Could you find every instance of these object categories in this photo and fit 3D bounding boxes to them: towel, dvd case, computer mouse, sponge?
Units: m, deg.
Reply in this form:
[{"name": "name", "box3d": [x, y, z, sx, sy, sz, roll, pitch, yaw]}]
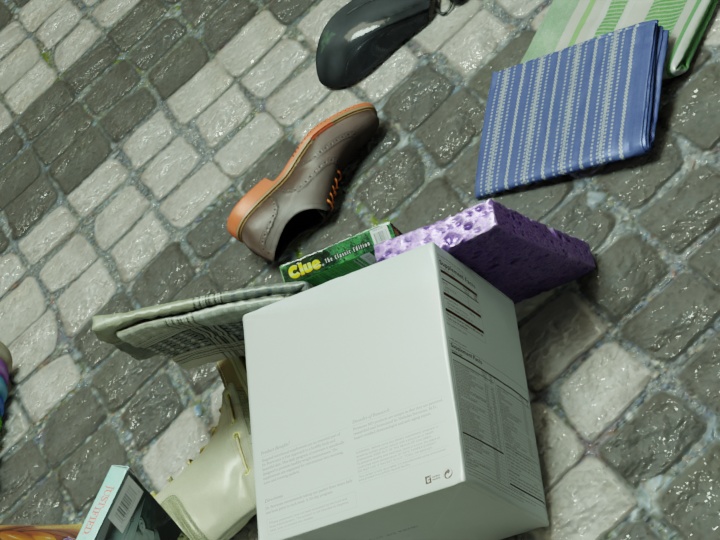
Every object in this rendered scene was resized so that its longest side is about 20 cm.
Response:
[{"name": "towel", "box3d": [-0.118, 0.051, 1.564, 0.198, 0.193, 0.035, -10, 80, 8]}, {"name": "dvd case", "box3d": [-0.184, 0.274, 1.482, 0.022, 0.201, 0.147, 6, 57, 28]}, {"name": "computer mouse", "box3d": [0.020, -0.285, 1.969, 0.200, 0.053, 0.139, -42, 37, 2]}, {"name": "towel", "box3d": [0.250, -0.237, 1.731, 0.199, 0.023, 0.154, 2, 56, 44]}, {"name": "sponge", "box3d": [0.107, -0.010, 1.500, 0.111, 0.199, 0.030, -23, 69, 25]}, {"name": "towel", "box3d": [0.197, -0.149, 1.679, 0.199, 0.024, 0.146, -14, 54, 40]}]

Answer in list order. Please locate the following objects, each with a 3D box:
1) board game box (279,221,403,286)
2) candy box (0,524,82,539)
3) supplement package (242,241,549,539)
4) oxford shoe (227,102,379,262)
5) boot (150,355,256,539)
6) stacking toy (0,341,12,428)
[{"name": "board game box", "box3d": [0.000, 0.000, 1.594, 0.104, 0.200, 0.024, -20, 79, 7]}, {"name": "candy box", "box3d": [-0.262, 0.292, 1.601, 0.200, 0.116, 0.057, 34, 113, 52]}, {"name": "supplement package", "box3d": [0.026, 0.120, 1.442, 0.190, 0.147, 0.202, -21, 60, 26]}, {"name": "oxford shoe", "box3d": [-0.043, -0.088, 1.838, 0.072, 0.071, 0.200, 40, 81, 25]}, {"name": "boot", "box3d": [-0.132, 0.170, 1.648, 0.154, 0.072, 0.200, -42, 36, 6]}, {"name": "stacking toy", "box3d": [-0.418, 0.167, 1.916, 0.085, 0.085, 0.201, -27, 45, 20]}]
